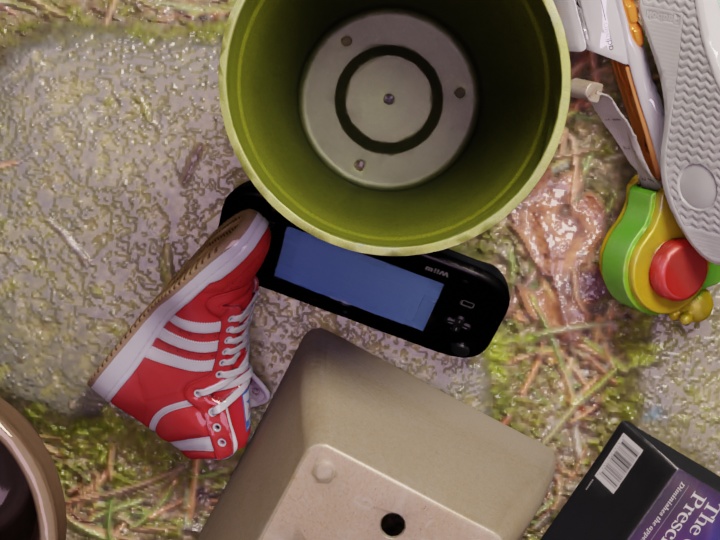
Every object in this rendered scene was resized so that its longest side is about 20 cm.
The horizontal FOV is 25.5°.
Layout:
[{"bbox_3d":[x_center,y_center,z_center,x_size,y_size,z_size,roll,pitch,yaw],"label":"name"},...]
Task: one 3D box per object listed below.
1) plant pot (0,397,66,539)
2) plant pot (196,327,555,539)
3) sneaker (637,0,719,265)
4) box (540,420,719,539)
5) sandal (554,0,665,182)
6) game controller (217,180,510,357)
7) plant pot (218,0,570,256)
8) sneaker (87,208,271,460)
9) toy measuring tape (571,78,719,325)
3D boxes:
[{"bbox_3d":[-0.280,0.155,1.047,0.200,0.175,0.201,0,96,2],"label":"plant pot"},{"bbox_3d":[0.004,0.179,1.039,0.200,0.177,0.200,28,96,-1],"label":"plant pot"},{"bbox_3d":[0.249,-0.108,1.027,0.074,0.118,0.201,-8,92,48],"label":"sneaker"},{"bbox_3d":[0.184,0.223,1.063,0.141,0.079,0.200,30,97,-30],"label":"box"},{"bbox_3d":[0.154,-0.146,1.046,0.059,0.079,0.207,-19,97,2],"label":"sandal"},{"bbox_3d":[0.000,0.000,1.062,0.200,0.104,0.042,20,65,0],"label":"game controller"},{"bbox_3d":[0.020,-0.114,0.994,0.200,0.193,0.201,0,93,0],"label":"plant pot"},{"bbox_3d":[-0.090,0.050,1.057,0.112,0.071,0.200,41,128,-5],"label":"sneaker"},{"bbox_3d":[0.175,-0.032,1.044,0.074,0.074,0.200,-35,118,5],"label":"toy measuring tape"}]
